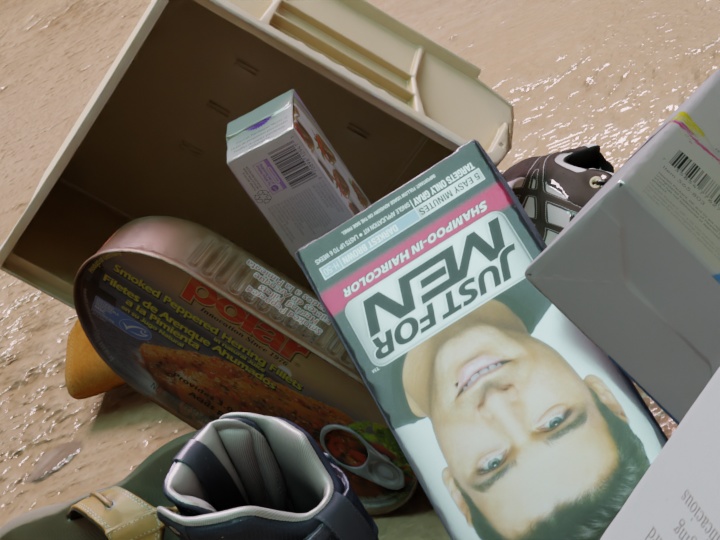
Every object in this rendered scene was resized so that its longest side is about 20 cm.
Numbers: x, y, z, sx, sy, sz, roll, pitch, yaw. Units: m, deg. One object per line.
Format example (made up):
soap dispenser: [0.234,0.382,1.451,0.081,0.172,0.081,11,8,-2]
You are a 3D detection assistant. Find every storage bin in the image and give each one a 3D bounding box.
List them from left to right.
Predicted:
storage bin: [-0.053,-0.048,1.095,0.200,0.198,0.094,-53,14,30]

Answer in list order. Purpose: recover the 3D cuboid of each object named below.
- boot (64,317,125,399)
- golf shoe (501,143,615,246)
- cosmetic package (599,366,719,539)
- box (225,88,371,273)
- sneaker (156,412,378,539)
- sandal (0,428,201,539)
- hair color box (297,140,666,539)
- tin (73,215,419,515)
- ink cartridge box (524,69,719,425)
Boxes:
boot: [-0.118,0.049,1.241,0.144,0.071,0.201,-29,25,23]
golf shoe: [0.109,-0.013,1.076,0.094,0.078,0.200,-30,30,7]
cosmetic package: [0.172,0.132,0.620,0.200,0.167,0.166,-59,25,14]
box: [0.000,0.000,1.038,0.041,0.200,0.039,-26,32,15]
sneaker: [-0.065,0.133,0.962,0.202,0.146,0.077,-10,38,40]
sandal: [-0.126,0.139,1.075,0.200,0.080,0.054,-22,-7,30]
hair color box: [0.063,0.052,0.928,0.099,0.061,0.200,-32,63,5]
tin: [-0.051,0.046,1.043,0.042,0.200,0.112,-54,-6,-35]
ink cartridge box: [0.166,-0.015,0.933,0.068,0.115,0.200,-46,-3,34]
